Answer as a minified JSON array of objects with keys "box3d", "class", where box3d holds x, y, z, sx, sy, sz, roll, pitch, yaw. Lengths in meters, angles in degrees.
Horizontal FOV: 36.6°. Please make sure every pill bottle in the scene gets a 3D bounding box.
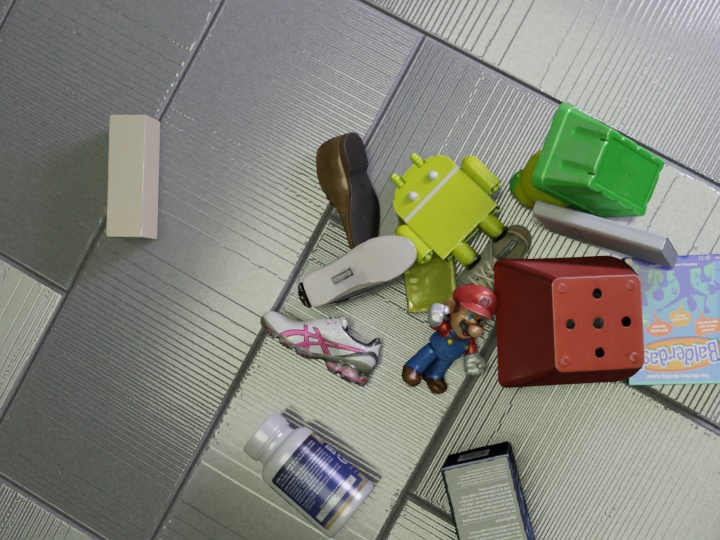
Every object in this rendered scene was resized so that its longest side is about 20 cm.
[{"box3d":[-0.086,0.321,1.737,0.200,0.111,0.111,40,94,7],"class":"pill bottle"}]

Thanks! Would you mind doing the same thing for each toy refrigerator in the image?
[{"box3d":[-0.380,-0.153,1.810,0.070,0.076,0.200,1,89,8],"class":"toy refrigerator"}]

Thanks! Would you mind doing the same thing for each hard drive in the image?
[{"box3d":[0.369,-0.055,1.640,0.200,0.132,0.027,20,87,25],"class":"hard drive"}]

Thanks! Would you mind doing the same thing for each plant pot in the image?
[{"box3d":[0.323,0.077,1.622,0.200,0.176,0.200,-2,89,-10],"class":"plant pot"}]

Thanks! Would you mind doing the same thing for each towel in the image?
[{"box3d":[0.105,-0.035,1.747,0.086,0.018,0.200,-8,81,17],"class":"towel"}]

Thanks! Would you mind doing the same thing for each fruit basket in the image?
[{"box3d":[0.327,-0.158,1.669,0.215,0.216,0.156,21,92,8],"class":"fruit basket"}]

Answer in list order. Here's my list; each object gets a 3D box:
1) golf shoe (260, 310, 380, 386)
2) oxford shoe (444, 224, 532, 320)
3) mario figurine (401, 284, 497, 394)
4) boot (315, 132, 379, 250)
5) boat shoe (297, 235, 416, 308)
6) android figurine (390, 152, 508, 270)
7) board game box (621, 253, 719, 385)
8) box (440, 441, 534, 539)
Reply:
[{"box3d":[-0.064,0.107,1.762,0.200,0.073,0.092,27,87,-2],"class":"golf shoe"},{"box3d":[0.199,0.009,1.729,0.075,0.058,0.200,38,96,5],"class":"oxford shoe"},{"box3d":[0.146,0.111,1.682,0.106,0.123,0.200,42,116,21],"class":"mario figurine"},{"box3d":[-0.022,-0.119,1.772,0.075,0.074,0.200,-8,92,38],"class":"boot"},{"box3d":[0.000,0.000,1.738,0.200,0.093,0.075,-21,86,11],"class":"boat shoe"},{"box3d":[0.133,-0.100,1.718,0.182,0.041,0.200,-44,74,6],"class":"android figurine"},{"box3d":[0.487,0.077,1.690,0.152,0.045,0.200,-3,89,9],"class":"board game box"},{"box3d":[0.202,0.379,1.674,0.107,0.148,0.200,-14,87,8],"class":"box"}]
